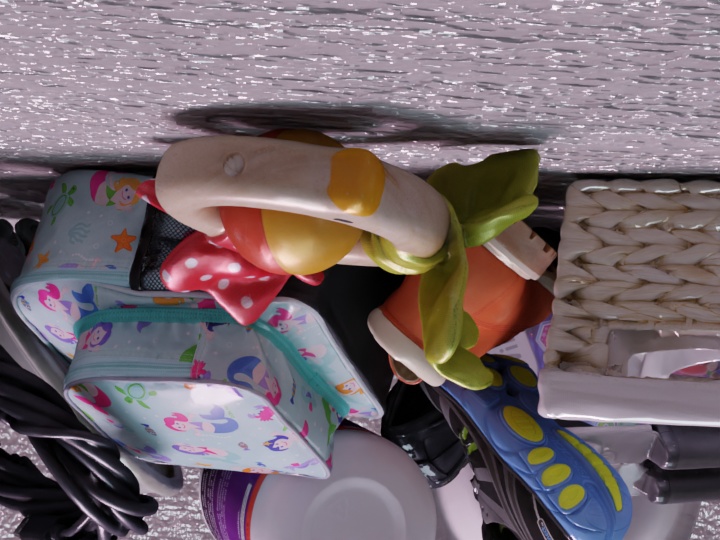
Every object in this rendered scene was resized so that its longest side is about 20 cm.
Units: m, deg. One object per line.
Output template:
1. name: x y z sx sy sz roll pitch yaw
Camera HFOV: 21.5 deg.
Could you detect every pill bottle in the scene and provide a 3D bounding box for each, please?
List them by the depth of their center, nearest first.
1. pill bottle: -0.035 0.141 1.169 0.111 0.114 0.200 4 -176 -19

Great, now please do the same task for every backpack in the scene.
1. backpack: -0.088 0.025 1.040 0.198 0.152 0.178 10 157 23

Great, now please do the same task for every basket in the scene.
1. basket: 0.178 0.021 1.019 0.134 0.125 0.200 2 176 16

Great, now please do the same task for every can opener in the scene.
1. can opener: 0.183 0.103 1.140 0.198 0.054 0.067 -1 -143 -15

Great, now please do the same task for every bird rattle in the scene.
1. bird rattle: -0.023 -0.031 0.842 0.198 0.114 0.163 15 171 27

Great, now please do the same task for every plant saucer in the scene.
1. plant saucer: -0.187 0.069 1.169 0.050 0.201 0.200 -38 175 1

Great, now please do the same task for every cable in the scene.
1. cable: -0.184 0.090 1.054 0.051 0.164 0.200 -37 -175 -25

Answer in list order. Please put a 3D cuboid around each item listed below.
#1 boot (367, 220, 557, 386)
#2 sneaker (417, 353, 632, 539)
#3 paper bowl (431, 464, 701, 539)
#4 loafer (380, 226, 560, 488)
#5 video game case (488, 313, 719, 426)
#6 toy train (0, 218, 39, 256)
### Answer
1. boot: 0.057 0.016 1.043 0.075 0.107 0.200 41 -177 15
2. sneaker: 0.078 0.106 1.052 0.070 0.083 0.200 3 -152 -28
3. paper bowl: 0.132 0.133 1.272 0.198 0.203 0.104 3 175 -3
4. loafer: 0.077 0.046 1.211 0.068 0.201 0.071 19 151 33
5. video game case: 0.187 0.062 1.162 0.198 0.144 0.018 -18 -158 13
6. toy train: -0.247 0.021 1.300 0.114 0.085 0.200 49 -163 21
